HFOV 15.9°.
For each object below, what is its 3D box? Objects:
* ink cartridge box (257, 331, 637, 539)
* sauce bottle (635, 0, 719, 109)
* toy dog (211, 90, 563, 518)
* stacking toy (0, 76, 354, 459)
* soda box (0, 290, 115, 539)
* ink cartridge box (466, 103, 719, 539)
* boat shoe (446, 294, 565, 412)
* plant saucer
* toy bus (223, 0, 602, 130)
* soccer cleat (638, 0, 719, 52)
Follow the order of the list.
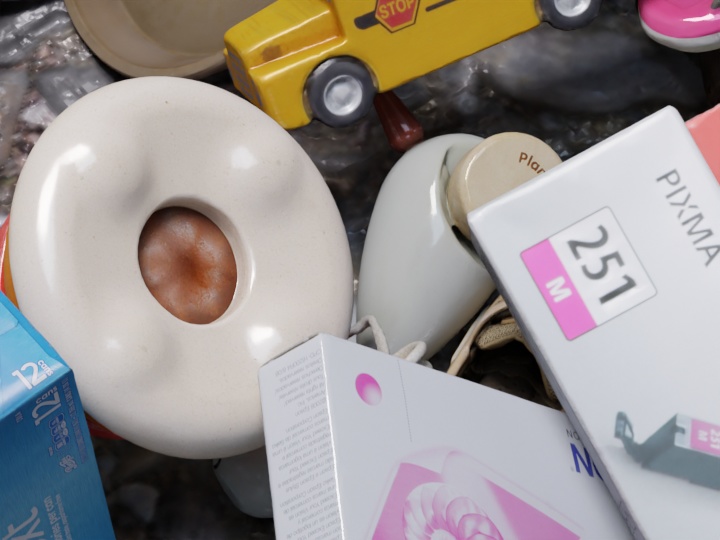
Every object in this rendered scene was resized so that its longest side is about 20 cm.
[{"bbox_3d":[0.055,0.138,0.942,0.196,0.043,0.200,19,51,-41],"label":"ink cartridge box"},{"bbox_3d":[0.199,-0.070,1.147,0.065,0.065,0.200,-30,60,-19],"label":"sauce bottle"},{"bbox_3d":[0.000,0.000,1.076,0.096,0.132,0.200,43,54,0],"label":"toy dog"},{"bbox_3d":[-0.110,0.018,1.022,0.146,0.200,0.146,12,69,-33],"label":"stacking toy"},{"bbox_3d":[-0.139,0.085,0.959,0.068,0.200,0.064,-36,62,-19],"label":"soda box"},{"bbox_3d":[0.162,0.027,0.979,0.173,0.044,0.200,-29,79,-1],"label":"ink cartridge box"},{"bbox_3d":[0.077,0.040,1.073,0.071,0.065,0.200,25,60,15],"label":"boat shoe"},{"bbox_3d":[-0.067,-0.181,1.173,0.029,0.200,0.200,11,43,-45],"label":"plant saucer"},{"bbox_3d":[0.037,-0.129,1.082,0.200,0.078,0.065,-23,23,-10],"label":"toy bus"},{"bbox_3d":[0.197,-0.148,1.146,0.070,0.086,0.200,26,61,32],"label":"soccer cleat"}]
